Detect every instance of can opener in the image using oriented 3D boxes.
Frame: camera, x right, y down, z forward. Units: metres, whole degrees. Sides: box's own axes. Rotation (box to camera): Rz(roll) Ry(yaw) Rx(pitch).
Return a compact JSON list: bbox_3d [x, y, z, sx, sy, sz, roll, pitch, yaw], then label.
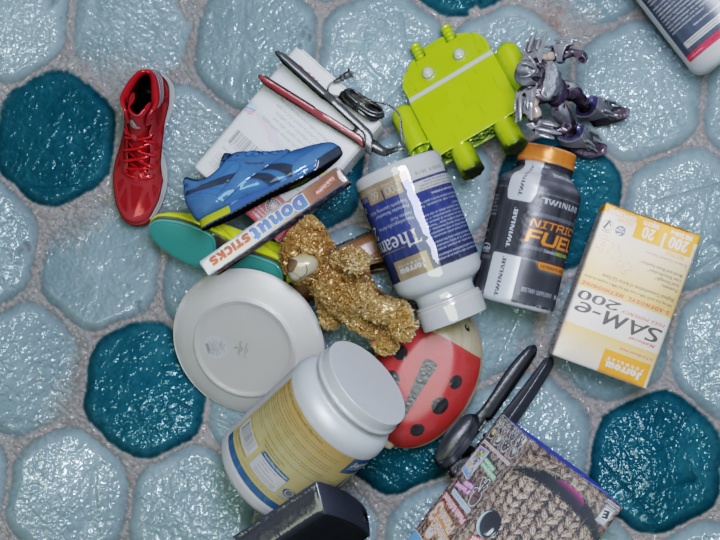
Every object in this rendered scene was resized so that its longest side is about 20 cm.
[{"bbox_3d":[0.172,0.181,1.544,0.063,0.079,0.200,43,83,12],"label":"can opener"}]

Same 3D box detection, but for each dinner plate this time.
[{"bbox_3d":[-0.144,0.094,1.548,0.199,0.024,0.201,5,111,12],"label":"dinner plate"}]

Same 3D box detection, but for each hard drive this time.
[{"bbox_3d":[-0.063,0.319,1.487,0.135,0.200,0.042,-34,64,3],"label":"hard drive"}]

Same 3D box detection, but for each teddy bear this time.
[{"bbox_3d":[-0.020,0.027,1.470,0.200,0.145,0.067,51,61,-15],"label":"teddy bear"}]

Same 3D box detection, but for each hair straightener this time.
[{"bbox_3d":[-0.023,-0.208,1.488,0.199,0.041,0.077,34,91,4],"label":"hair straightener"}]

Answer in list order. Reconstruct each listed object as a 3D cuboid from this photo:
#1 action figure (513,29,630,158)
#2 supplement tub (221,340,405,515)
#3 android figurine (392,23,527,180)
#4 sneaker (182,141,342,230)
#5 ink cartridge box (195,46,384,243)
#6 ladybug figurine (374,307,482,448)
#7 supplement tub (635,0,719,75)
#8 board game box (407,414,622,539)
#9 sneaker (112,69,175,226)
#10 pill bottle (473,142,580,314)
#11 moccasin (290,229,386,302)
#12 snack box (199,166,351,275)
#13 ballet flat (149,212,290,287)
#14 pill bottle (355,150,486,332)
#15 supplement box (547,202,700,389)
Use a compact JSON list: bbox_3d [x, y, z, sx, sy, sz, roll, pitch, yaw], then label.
[{"bbox_3d":[0.244,-0.209,1.484,0.069,0.200,0.131,14,81,42],"label":"action figure"},{"bbox_3d":[-0.057,0.194,1.490,0.200,0.145,0.145,-43,86,24],"label":"supplement tub"},{"bbox_3d":[0.126,-0.216,1.534,0.181,0.041,0.201,-28,67,12],"label":"android figurine"},{"bbox_3d":[-0.121,-0.122,1.483,0.199,0.066,0.079,-24,85,5],"label":"sneaker"},{"bbox_3d":[-0.087,-0.155,1.555,0.148,0.086,0.200,42,91,4],"label":"ink cartridge box"},{"bbox_3d":[0.078,0.135,1.544,0.135,0.072,0.201,24,91,4],"label":"ladybug figurine"},{"bbox_3d":[0.406,-0.353,1.496,0.140,0.140,0.200,-37,87,2],"label":"supplement tub"},{"bbox_3d":[0.186,0.308,1.495,0.159,0.097,0.200,36,92,-19],"label":"board game box"},{"bbox_3d":[-0.286,-0.159,1.553,0.078,0.116,0.201,4,89,4],"label":"sneaker"},{"bbox_3d":[0.210,-0.054,1.522,0.106,0.106,0.201,13,90,4],"label":"pill bottle"},{"bbox_3d":[0.000,0.000,1.557,0.201,0.074,0.078,-26,79,-7],"label":"moccasin"},{"bbox_3d":[-0.101,-0.058,1.479,0.199,0.072,0.024,-34,88,4],"label":"snack box"},{"bbox_3d":[-0.169,-0.032,1.566,0.199,0.067,0.067,20,127,12],"label":"ballet flat"},{"bbox_3d":[0.078,-0.033,1.476,0.110,0.111,0.201,-21,89,3],"label":"pill bottle"},{"bbox_3d":[0.326,0.031,1.528,0.125,0.074,0.201,19,91,5],"label":"supplement box"}]
